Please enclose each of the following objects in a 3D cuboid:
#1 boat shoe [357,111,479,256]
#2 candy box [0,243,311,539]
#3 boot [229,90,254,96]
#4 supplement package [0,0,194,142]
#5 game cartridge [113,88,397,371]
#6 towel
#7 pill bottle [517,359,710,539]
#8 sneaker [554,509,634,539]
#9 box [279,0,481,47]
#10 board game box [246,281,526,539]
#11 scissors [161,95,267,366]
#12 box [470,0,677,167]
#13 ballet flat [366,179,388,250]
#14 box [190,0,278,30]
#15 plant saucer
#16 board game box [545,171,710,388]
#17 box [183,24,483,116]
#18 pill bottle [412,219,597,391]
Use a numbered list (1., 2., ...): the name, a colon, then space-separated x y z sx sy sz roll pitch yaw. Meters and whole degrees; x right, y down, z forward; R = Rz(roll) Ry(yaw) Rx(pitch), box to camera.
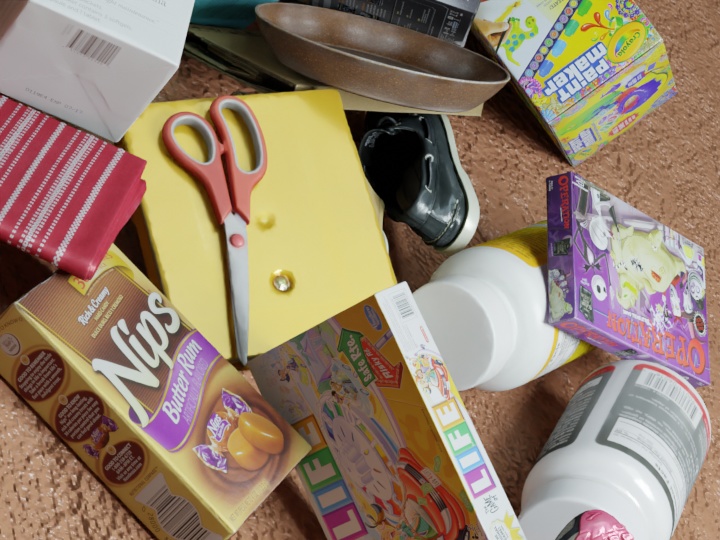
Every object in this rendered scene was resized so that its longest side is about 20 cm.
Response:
1. boat shoe: 0.031 -0.088 1.770 0.066 0.075 0.200 21 32 -31
2. candy box: -0.137 0.083 1.438 0.200 0.056 0.117 45 34 1
3. boot: -0.074 -0.043 1.623 0.073 0.075 0.200 10 49 -44
4. supplement package: -0.175 -0.212 1.535 0.114 0.110 0.200 23 55 -20
5. game cartridge: -0.071 -0.029 1.570 0.176 0.032 0.201 -6 67 -25
6. towel: -0.244 -0.070 1.461 0.200 0.023 0.145 24 32 -3
7. pill bottle: 0.185 0.159 1.658 0.114 0.114 0.200 44 34 -3
8. sneaker: 0.127 0.218 1.478 0.080 0.200 0.075 -4 52 -18
9. box: 0.016 -0.226 1.785 0.158 0.200 0.048 19 81 1
10. board game box: 0.018 0.124 1.454 0.034 0.134 0.200 -21 84 -47
11. scissors: -0.080 -0.031 1.539 0.073 0.014 0.200 -9 68 -28
12. box: 0.169 -0.216 1.960 0.193 0.122 0.200 56 5 13
13. ballet flat: 0.000 0.000 1.670 0.063 0.069 0.200 41 32 -33
14. box: -0.146 -0.241 1.731 0.200 0.049 0.082 4 55 -62
15. plant saucer: 0.013 -0.158 1.691 0.200 0.035 0.200 15 15 -4
16. board game box: 0.209 0.010 1.735 0.200 0.032 0.120 24 63 -48
17. box: -0.027 -0.156 1.754 0.200 0.021 0.163 1 21 -43
18. pill bottle: 0.117 0.030 1.722 0.113 0.113 0.200 53 34 11
